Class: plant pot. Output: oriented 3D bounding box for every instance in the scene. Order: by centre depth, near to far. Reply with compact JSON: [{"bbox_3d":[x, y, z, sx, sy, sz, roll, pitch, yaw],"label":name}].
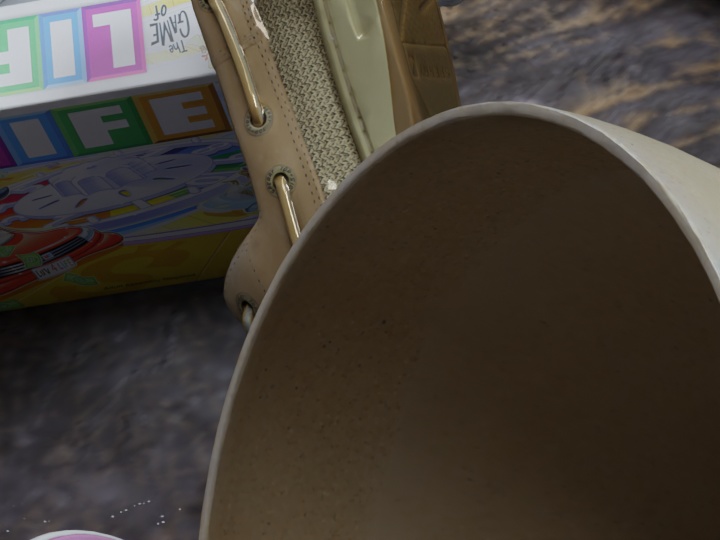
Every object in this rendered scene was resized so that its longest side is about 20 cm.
[{"bbox_3d":[0.072,0.073,0.656,0.134,0.201,0.200,8,20,-34],"label":"plant pot"}]

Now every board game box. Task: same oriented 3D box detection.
[{"bbox_3d":[-0.082,-0.034,0.889,0.199,0.135,0.034,-9,66,5],"label":"board game box"}]

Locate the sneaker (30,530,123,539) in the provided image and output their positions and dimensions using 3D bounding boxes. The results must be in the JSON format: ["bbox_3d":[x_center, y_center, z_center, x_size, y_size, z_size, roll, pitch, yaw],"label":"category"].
[{"bbox_3d":[-0.098,0.156,0.665,0.201,0.080,0.088,-60,10,-27],"label":"sneaker"}]

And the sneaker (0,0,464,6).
[{"bbox_3d":[-0.051,-0.077,0.999,0.199,0.075,0.115,-10,33,12],"label":"sneaker"}]

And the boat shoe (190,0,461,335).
[{"bbox_3d":[0.000,0.000,0.788,0.064,0.201,0.071,-14,-9,16],"label":"boat shoe"}]
